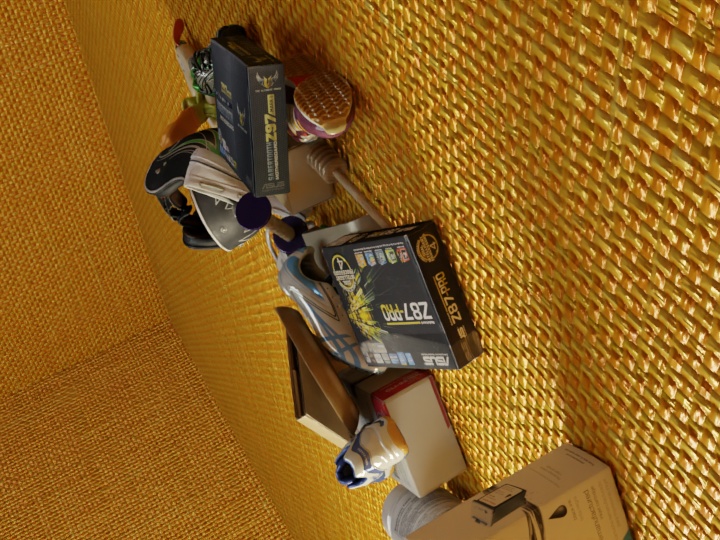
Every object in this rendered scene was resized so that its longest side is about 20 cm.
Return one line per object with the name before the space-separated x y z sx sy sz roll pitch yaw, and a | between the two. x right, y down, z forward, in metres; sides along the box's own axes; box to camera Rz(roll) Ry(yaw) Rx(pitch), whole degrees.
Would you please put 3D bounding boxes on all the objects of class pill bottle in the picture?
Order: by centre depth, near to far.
pill bottle | 0.108 0.367 1.352 0.115 0.112 0.199 69 163 -13

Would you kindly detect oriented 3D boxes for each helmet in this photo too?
helmet | -0.230 -0.131 1.565 0.187 0.200 0.204 0 121 31

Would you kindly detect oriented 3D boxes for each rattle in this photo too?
rattle | -0.324 -0.323 1.698 0.202 0.141 0.130 57 -179 5

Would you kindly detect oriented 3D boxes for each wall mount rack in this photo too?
wall mount rack | -0.079 0.018 1.528 0.202 0.073 0.174 60 159 18

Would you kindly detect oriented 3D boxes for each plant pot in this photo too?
plant pot | -0.053 0.129 1.314 0.202 0.027 0.200 58 176 7

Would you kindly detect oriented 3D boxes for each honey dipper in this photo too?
honey dipper | -0.002 -0.092 1.205 0.200 0.037 0.038 48 157 36

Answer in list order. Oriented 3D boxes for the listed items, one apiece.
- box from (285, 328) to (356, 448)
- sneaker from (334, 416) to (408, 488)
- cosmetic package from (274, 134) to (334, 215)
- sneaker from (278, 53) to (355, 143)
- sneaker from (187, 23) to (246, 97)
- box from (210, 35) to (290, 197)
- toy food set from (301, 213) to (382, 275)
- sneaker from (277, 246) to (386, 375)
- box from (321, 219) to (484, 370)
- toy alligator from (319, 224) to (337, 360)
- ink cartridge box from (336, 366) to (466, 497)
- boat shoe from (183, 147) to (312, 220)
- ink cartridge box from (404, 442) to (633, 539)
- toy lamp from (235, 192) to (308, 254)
box | -0.046 0.182 1.462 0.200 0.021 0.166 43 -151 -48
sneaker | -0.001 0.248 1.281 0.076 0.087 0.201 56 161 16
cosmetic package | -0.117 -0.175 1.369 0.200 0.070 0.107 46 154 48
sneaker | -0.053 -0.188 1.164 0.201 0.073 0.092 -122 18 -53
sneaker | -0.211 -0.298 1.428 0.200 0.083 0.080 136 136 -71
box | -0.141 -0.199 1.222 0.200 0.050 0.161 -134 39 -59
toy food set | 0.000 0.000 1.299 0.199 0.060 0.146 -8 105 64
sneaker | -0.031 0.053 1.267 0.200 0.071 0.073 48 117 16
box | 0.044 0.032 1.138 0.199 0.049 0.164 -5 111 59
toy alligator | -0.059 0.035 1.403 0.054 0.059 0.205 -19 67 38
ink cartridge box | 0.051 0.208 1.361 0.199 0.083 0.147 13 127 68
boat shoe | -0.171 -0.108 1.450 0.197 0.068 0.073 25 168 -10
ink cartridge box | 0.160 0.285 0.935 0.086 0.197 0.149 14 128 68
toy lamp | -0.115 -0.062 1.359 0.059 0.058 0.200 59 -174 17
